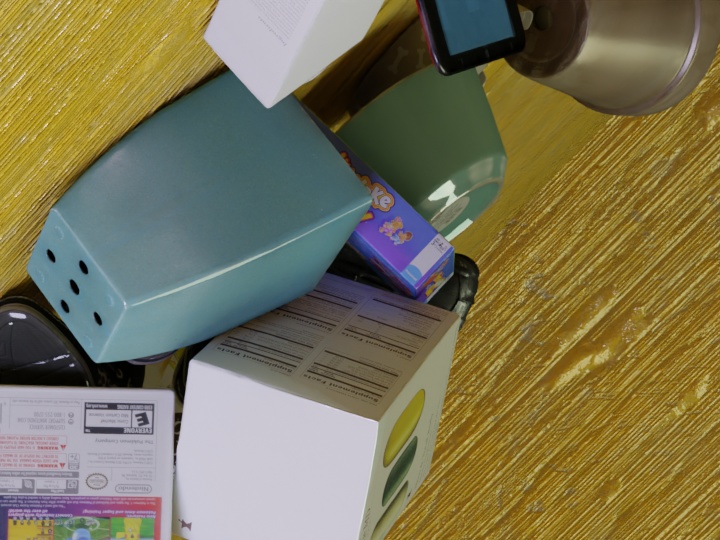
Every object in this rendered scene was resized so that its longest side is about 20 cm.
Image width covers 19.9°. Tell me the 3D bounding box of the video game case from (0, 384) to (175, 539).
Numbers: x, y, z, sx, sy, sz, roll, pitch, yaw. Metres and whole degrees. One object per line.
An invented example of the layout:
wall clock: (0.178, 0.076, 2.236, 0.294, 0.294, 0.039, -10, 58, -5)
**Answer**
video game case: (-0.236, 0.175, 1.488, 0.199, 0.183, 0.023, 2, 177, -9)

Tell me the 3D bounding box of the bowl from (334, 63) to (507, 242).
bowl: (0.052, -0.083, 1.804, 0.201, 0.105, 0.201, -36, 166, -10)

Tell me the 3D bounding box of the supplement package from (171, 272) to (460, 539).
supplement package: (-0.033, 0.115, 1.566, 0.200, 0.150, 0.152, -47, 150, -61)

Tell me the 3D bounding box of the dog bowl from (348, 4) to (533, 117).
dog bowl: (0.069, -0.187, 1.902, 0.200, 0.059, 0.200, -42, 172, -8)

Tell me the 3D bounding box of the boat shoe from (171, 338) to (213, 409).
boat shoe: (-0.094, 0.023, 1.663, 0.061, 0.071, 0.202, 167, -57, -77)

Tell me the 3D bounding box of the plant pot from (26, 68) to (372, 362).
plant pot: (-0.126, -0.028, 1.463, 0.200, 0.141, 0.141, -31, 166, -34)

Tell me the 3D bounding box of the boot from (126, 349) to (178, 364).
boot: (-0.146, 0.015, 1.602, 0.200, 0.070, 0.132, -65, -179, -34)

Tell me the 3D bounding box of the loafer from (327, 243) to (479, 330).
loafer: (0.000, 0.000, 1.728, 0.068, 0.200, 0.071, 4, 101, -78)

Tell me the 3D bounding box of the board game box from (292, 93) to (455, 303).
board game box: (-0.011, -0.059, 1.633, 0.045, 0.200, 0.134, -46, 173, -5)

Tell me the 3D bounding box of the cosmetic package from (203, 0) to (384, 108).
cosmetic package: (-0.024, -0.200, 1.311, 0.102, 0.074, 0.200, -39, 173, -32)

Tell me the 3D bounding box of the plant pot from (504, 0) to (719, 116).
plant pot: (0.226, -0.248, 2.005, 0.173, 0.200, 0.200, -8, 147, -49)

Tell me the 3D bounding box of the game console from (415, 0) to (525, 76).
game console: (0.107, -0.254, 1.520, 0.172, 0.119, 0.200, -47, 172, 24)

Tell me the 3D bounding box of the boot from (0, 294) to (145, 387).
boot: (-0.224, 0.054, 1.593, 0.073, 0.204, 0.154, -19, -138, 17)

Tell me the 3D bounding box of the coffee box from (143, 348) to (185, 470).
coffee box: (-0.123, 0.084, 1.819, 0.198, 0.200, 0.200, -47, 172, 16)
